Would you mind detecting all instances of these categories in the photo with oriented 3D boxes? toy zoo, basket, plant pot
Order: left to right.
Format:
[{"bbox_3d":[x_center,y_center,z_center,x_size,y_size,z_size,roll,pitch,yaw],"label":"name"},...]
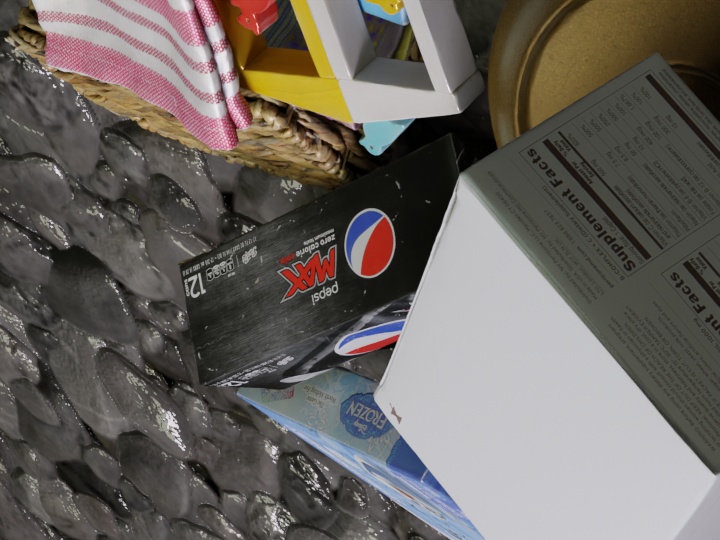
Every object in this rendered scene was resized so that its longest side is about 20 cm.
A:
[{"bbox_3d":[-0.053,-0.138,1.172,0.199,0.150,0.143,18,171,34],"label":"basket"},{"bbox_3d":[-0.023,-0.132,0.918,0.131,0.020,0.201,11,134,41],"label":"toy zoo"},{"bbox_3d":[0.146,-0.065,1.007,0.198,0.028,0.202,12,122,19],"label":"plant pot"}]

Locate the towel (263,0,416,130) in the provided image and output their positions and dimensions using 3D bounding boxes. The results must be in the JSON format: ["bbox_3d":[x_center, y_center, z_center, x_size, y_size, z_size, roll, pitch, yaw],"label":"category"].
[{"bbox_3d":[-0.034,-0.160,1.070,0.199,0.144,0.023,26,176,33],"label":"towel"}]

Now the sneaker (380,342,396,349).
[{"bbox_3d":[0.020,-0.003,1.213,0.199,0.071,0.084,-10,81,52],"label":"sneaker"}]

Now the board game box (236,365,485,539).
[{"bbox_3d":[0.057,0.120,1.231,0.200,0.044,0.199,36,171,-30],"label":"board game box"}]

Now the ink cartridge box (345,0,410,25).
[{"bbox_3d":[-0.025,-0.227,0.971,0.199,0.146,0.148,23,141,31],"label":"ink cartridge box"}]

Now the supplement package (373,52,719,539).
[{"bbox_3d":[0.108,0.041,0.954,0.156,0.110,0.200,50,155,17],"label":"supplement package"}]

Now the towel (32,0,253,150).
[{"bbox_3d":[-0.121,-0.154,0.977,0.146,0.030,0.201,28,146,46],"label":"towel"}]

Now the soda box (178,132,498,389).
[{"bbox_3d":[0.000,0.000,1.130,0.199,0.063,0.071,-24,70,40],"label":"soda box"}]
